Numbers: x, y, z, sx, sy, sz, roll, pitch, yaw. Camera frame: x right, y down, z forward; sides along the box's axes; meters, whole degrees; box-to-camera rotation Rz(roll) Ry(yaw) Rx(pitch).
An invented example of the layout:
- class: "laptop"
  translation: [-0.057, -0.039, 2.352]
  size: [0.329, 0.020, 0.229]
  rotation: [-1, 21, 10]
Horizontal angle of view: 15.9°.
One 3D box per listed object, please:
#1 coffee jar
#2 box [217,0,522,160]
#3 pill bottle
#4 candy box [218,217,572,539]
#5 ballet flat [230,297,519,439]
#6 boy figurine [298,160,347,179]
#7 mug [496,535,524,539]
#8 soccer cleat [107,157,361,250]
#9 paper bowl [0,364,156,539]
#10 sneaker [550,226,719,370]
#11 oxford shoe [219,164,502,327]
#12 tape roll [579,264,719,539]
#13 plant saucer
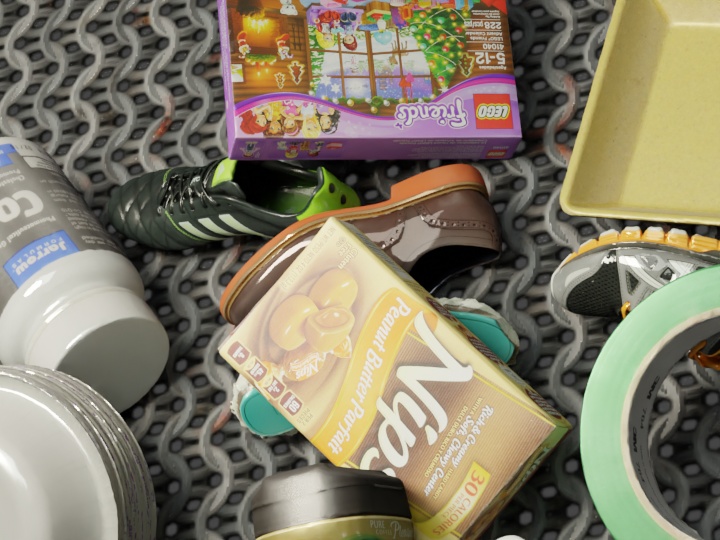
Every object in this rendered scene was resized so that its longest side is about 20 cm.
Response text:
- class: "coffee jar"
  translation: [-0.007, 0.216, 1.542]
  size: [0.085, 0.104, 0.201]
  rotation: [-15, 76, 24]
- class: "box"
  translation: [0.005, -0.145, 1.762]
  size: [0.199, 0.039, 0.138]
  rotation: [-1, 68, -11]
- class: "pill bottle"
  translation: [-0.220, 0.007, 1.797]
  size: [0.114, 0.114, 0.200]
  rotation: [-39, 52, -2]
- class: "candy box"
  translation: [0.022, 0.075, 1.628]
  size: [0.200, 0.055, 0.116]
  rotation: [43, 98, 17]
- class: "ballet flat"
  translation: [0.007, 0.053, 1.700]
  size: [0.199, 0.072, 0.072]
  rotation: [-16, 55, 13]
- class: "boy figurine"
  translation: [-0.004, -0.168, 1.828]
  size: [0.124, 0.064, 0.201]
  rotation: [26, 69, 0]
- class: "mug"
  translation: [0.119, 0.230, 1.454]
  size: [0.147, 0.201, 0.175]
  rotation: [-31, 42, -9]
- class: "soccer cleat"
  translation: [-0.094, -0.053, 1.797]
  size: [0.199, 0.081, 0.068]
  rotation: [2, 62, 26]
- class: "paper bowl"
  translation: [-0.240, 0.163, 1.668]
  size: [0.199, 0.104, 0.202]
  rotation: [1, 92, 21]
- class: "sneaker"
  translation: [0.212, 0.022, 1.616]
  size: [0.199, 0.078, 0.078]
  rotation: [2, 69, 26]
- class: "oxford shoe"
  translation: [0.000, 0.000, 1.730]
  size: [0.199, 0.071, 0.073]
  rotation: [-26, 58, 7]
- class: "tape roll"
  translation: [0.231, 0.097, 1.537]
  size: [0.199, 0.048, 0.202]
  rotation: [-4, 81, 22]
- class: "plant saucer"
  translation: [0.250, -0.106, 1.692]
  size: [0.199, 0.048, 0.201]
  rotation: [5, 63, 28]
